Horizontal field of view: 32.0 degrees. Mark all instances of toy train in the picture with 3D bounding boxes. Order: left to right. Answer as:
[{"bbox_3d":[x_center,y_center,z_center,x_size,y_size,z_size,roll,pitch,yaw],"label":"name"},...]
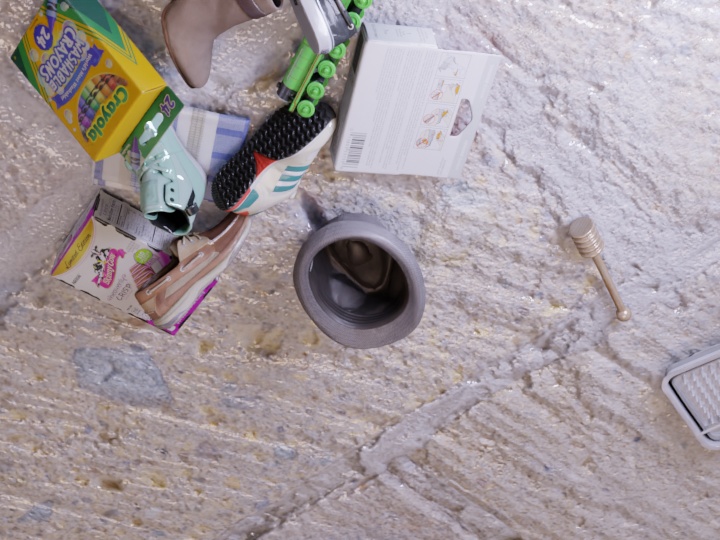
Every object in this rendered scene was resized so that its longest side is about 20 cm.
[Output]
[{"bbox_3d":[-0.044,-0.270,1.496,0.056,0.042,0.201,27,124,-8],"label":"toy train"}]

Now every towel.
[{"bbox_3d":[-0.250,-0.157,1.628,0.196,0.024,0.148,9,130,-8],"label":"towel"}]

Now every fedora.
[{"bbox_3d":[0.000,0.000,1.712,0.175,0.091,0.201,-22,122,19],"label":"fedora"}]

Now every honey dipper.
[{"bbox_3d":[0.339,0.003,1.743,0.037,0.038,0.201,-19,133,19],"label":"honey dipper"}]

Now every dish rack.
[{"bbox_3d":[0.558,0.178,1.882,0.170,0.044,0.200,-25,127,24],"label":"dish rack"}]

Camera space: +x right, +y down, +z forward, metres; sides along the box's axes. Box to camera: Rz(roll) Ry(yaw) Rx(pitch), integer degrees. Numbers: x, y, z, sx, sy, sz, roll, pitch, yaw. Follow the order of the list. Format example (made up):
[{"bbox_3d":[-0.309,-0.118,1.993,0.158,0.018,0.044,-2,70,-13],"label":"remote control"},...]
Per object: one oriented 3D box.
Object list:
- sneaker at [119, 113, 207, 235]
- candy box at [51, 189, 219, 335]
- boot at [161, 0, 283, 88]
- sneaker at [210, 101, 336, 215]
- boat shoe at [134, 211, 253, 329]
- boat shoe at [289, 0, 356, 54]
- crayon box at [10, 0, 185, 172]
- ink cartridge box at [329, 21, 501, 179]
[{"bbox_3d":[-0.264,-0.133,1.555,0.073,0.119,0.201,-27,124,23],"label":"sneaker"},{"bbox_3d":[-0.309,-0.008,1.739,0.198,0.062,0.137,28,128,-21],"label":"candy box"},{"bbox_3d":[-0.155,-0.304,1.437,0.144,0.071,0.203,3,125,24],"label":"boot"},{"bbox_3d":[-0.098,-0.141,1.617,0.199,0.071,0.093,-40,153,18],"label":"sneaker"},{"bbox_3d":[-0.221,-0.016,1.666,0.072,0.201,0.076,43,166,-17],"label":"boat shoe"},{"bbox_3d":[-0.062,-0.345,1.408,0.056,0.069,0.203,-26,111,-12],"label":"boat shoe"},{"bbox_3d":[-0.312,-0.224,1.480,0.201,0.051,0.126,49,125,6],"label":"crayon box"},{"bbox_3d":[0.065,-0.207,1.555,0.170,0.044,0.202,2,134,-16],"label":"ink cartridge box"}]
